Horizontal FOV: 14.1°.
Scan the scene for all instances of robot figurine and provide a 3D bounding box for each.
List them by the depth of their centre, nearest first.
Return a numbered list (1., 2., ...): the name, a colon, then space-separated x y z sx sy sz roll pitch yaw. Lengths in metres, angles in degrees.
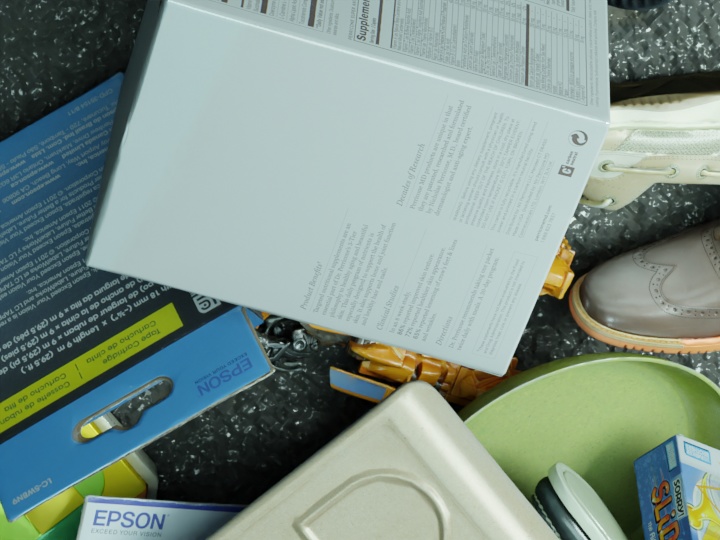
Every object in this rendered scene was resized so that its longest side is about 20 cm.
1. robot figurine: 0.000 0.000 1.477 0.200 0.058 0.145 17 106 -14

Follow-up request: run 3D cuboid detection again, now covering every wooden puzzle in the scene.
1. wooden puzzle: 0.007 0.179 1.439 0.200 0.046 0.185 -39 100 3

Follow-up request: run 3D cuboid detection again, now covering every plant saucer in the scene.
1. plant saucer: 0.101 0.113 1.510 0.200 0.031 0.200 -13 132 -15

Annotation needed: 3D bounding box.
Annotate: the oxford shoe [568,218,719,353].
1. oxford shoe: 0.202 -0.013 1.486 0.200 0.071 0.073 -14 142 -13

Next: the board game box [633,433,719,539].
1. board game box: 0.231 0.175 1.501 0.200 0.136 0.034 21 139 -34

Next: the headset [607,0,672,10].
1. headset: 0.090 -0.209 1.394 0.094 0.124 0.200 -31 77 -36

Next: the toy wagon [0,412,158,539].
1. toy wagon: -0.200 0.144 1.503 0.200 0.040 0.155 -38 108 4

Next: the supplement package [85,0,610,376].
1. supplement package: -0.005 -0.076 1.329 0.200 0.151 0.152 15 127 -8

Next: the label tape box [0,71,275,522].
1. label tape box: -0.129 0.022 1.394 0.144 0.200 0.063 -30 146 2

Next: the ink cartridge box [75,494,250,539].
1. ink cartridge box: -0.079 0.207 1.517 0.196 0.043 0.200 6 105 -27

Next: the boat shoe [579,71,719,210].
1. boat shoe: 0.126 -0.060 1.473 0.199 0.072 0.065 -6 107 -12

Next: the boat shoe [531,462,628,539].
1. boat shoe: 0.125 0.177 1.504 0.066 0.075 0.199 -30 134 8
